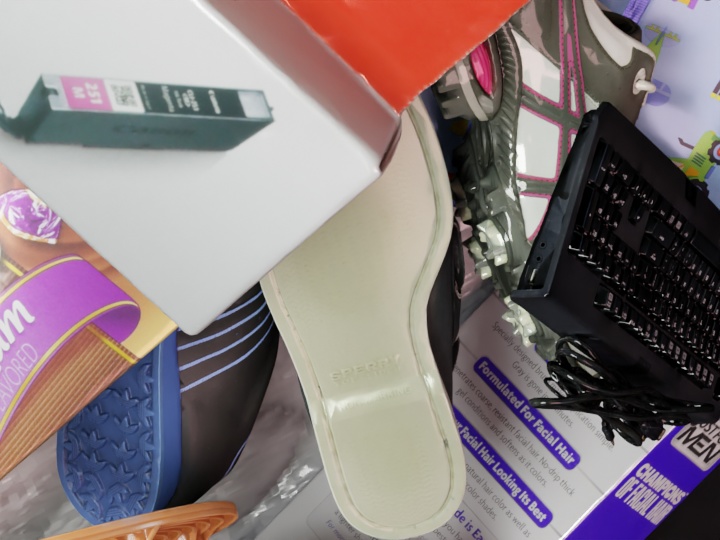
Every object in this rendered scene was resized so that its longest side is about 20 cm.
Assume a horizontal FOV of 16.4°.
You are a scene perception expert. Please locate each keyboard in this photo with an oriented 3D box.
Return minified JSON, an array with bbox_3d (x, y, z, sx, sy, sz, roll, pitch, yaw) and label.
[{"bbox_3d":[0.115,0.018,0.916,0.200,0.040,0.104,31,78,-59],"label":"keyboard"}]

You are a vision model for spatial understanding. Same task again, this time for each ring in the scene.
[{"bbox_3d":[-0.139,0.123,0.924,0.200,0.019,0.200,-17,172,-3],"label":"ring"}]

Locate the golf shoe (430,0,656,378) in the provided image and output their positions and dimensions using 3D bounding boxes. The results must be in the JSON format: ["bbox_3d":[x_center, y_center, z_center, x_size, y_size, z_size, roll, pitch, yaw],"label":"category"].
[{"bbox_3d":[0.072,-0.045,0.903,0.088,0.077,0.200,-22,120,-7],"label":"golf shoe"}]

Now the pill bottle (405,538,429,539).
[{"bbox_3d":[-0.048,0.173,0.993,0.200,0.113,0.113,-23,147,28],"label":"pill bottle"}]

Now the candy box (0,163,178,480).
[{"bbox_3d":[-0.125,-0.005,0.843,0.200,0.056,0.117,-40,102,2],"label":"candy box"}]

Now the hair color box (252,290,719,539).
[{"bbox_3d":[0.058,0.093,1.068,0.200,0.109,0.065,-46,146,6],"label":"hair color box"}]

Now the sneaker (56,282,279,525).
[{"bbox_3d":[-0.065,0.000,0.942,0.078,0.070,0.200,-25,134,-56],"label":"sneaker"}]

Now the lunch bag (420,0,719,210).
[{"bbox_3d":[0.073,-0.099,0.957,0.200,0.094,0.151,15,116,-30],"label":"lunch bag"}]

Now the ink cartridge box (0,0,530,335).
[{"bbox_3d":[-0.062,-0.102,0.748,0.200,0.044,0.174,43,120,-11],"label":"ink cartridge box"}]

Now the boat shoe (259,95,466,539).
[{"bbox_3d":[0.002,0.000,0.929,0.074,0.066,0.200,-14,117,2],"label":"boat shoe"}]

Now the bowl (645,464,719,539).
[{"bbox_3d":[0.182,0.083,1.211,0.200,0.039,0.201,-20,134,-23],"label":"bowl"}]
